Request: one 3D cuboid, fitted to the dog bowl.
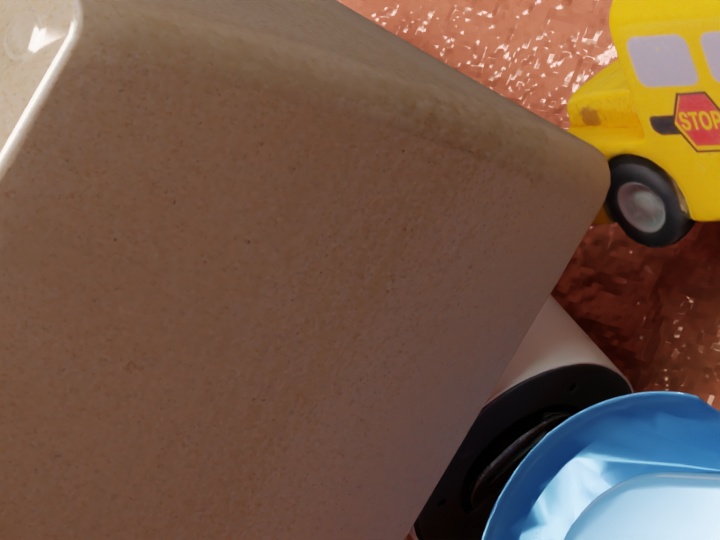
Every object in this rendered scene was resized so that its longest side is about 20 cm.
[{"bbox_3d":[0.128,0.094,0.752,0.200,0.050,0.112,0,74,35],"label":"dog bowl"}]

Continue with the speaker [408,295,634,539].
[{"bbox_3d":[0.000,0.000,0.866,0.081,0.081,0.200,-47,51,8],"label":"speaker"}]

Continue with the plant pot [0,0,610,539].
[{"bbox_3d":[-0.089,-0.010,0.771,0.200,0.177,0.200,34,96,39],"label":"plant pot"}]

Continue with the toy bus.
[{"bbox_3d":[0.138,-0.056,0.755,0.065,0.078,0.200,-36,22,-35],"label":"toy bus"}]
